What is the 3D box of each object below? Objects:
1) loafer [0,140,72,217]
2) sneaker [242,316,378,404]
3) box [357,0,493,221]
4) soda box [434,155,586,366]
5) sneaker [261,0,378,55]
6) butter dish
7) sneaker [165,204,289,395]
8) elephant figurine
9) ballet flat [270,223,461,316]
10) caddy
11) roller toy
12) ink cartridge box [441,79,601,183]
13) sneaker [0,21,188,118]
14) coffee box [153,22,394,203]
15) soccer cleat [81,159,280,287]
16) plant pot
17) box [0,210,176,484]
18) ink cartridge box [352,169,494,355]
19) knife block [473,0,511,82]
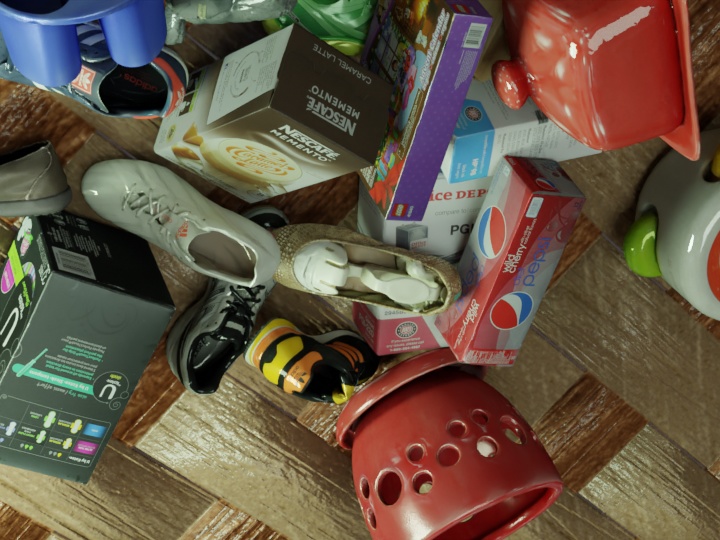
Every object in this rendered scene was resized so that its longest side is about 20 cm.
[{"bbox_3d":[-0.358,-0.083,1.247,0.199,0.073,0.071,-7,109,-22],"label":"loafer"},{"bbox_3d":[-0.031,0.106,1.412,0.070,0.090,0.200,-55,148,11],"label":"sneaker"},{"bbox_3d":[0.042,-0.162,1.214,0.039,0.137,0.200,2,126,-24],"label":"box"},{"bbox_3d":[0.139,-0.007,1.343,0.063,0.070,0.200,3,124,-27],"label":"soda box"},{"bbox_3d":[0.012,-0.239,1.284,0.199,0.074,0.084,-1,121,-19],"label":"sneaker"},{"bbox_3d":[0.180,-0.184,1.194,0.147,0.200,0.200,-26,134,-9],"label":"butter dish"},{"bbox_3d":[-0.118,0.035,1.379,0.075,0.088,0.200,21,107,-26],"label":"sneaker"},{"bbox_3d":[-0.094,-0.310,1.187,0.155,0.201,0.142,2,148,16],"label":"elephant figurine"},{"bbox_3d":[0.000,0.000,1.327,0.199,0.065,0.071,8,103,-5],"label":"ballet flat"},{"bbox_3d":[-0.233,-0.241,1.129,0.141,0.200,0.105,-16,138,-12],"label":"caddy"},{"bbox_3d":[0.397,-0.047,1.488,0.182,0.140,0.200,24,107,-29],"label":"roller toy"},{"bbox_3d":[0.160,-0.161,1.347,0.199,0.116,0.067,-12,141,-13],"label":"ink cartridge box"},{"bbox_3d":[-0.245,-0.176,1.210,0.199,0.085,0.075,9,116,-12],"label":"sneaker"},{"bbox_3d":[-0.079,-0.131,1.233,0.114,0.200,0.080,27,68,-29],"label":"coffee box"},{"bbox_3d":[-0.166,-0.045,1.291,0.199,0.078,0.069,25,111,1],"label":"soccer cleat"},{"bbox_3d":[0.080,0.193,1.453,0.200,0.183,0.201,-26,158,-12],"label":"plant pot"},{"bbox_3d":[-0.278,0.067,1.302,0.124,0.149,0.200,19,110,-28],"label":"box"},{"bbox_3d":[0.075,-0.026,1.418,0.145,0.085,0.201,-6,117,-17],"label":"ink cartridge box"},{"bbox_3d":[0.142,-0.282,1.268,0.200,0.064,0.176,-30,131,-38],"label":"knife block"}]
